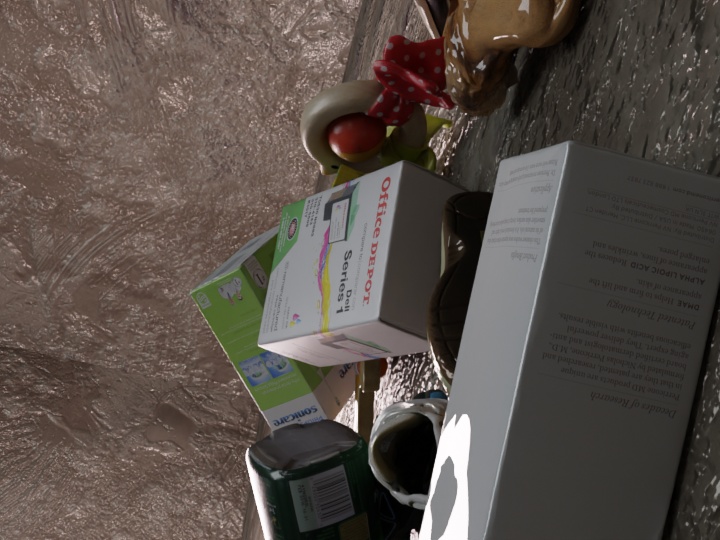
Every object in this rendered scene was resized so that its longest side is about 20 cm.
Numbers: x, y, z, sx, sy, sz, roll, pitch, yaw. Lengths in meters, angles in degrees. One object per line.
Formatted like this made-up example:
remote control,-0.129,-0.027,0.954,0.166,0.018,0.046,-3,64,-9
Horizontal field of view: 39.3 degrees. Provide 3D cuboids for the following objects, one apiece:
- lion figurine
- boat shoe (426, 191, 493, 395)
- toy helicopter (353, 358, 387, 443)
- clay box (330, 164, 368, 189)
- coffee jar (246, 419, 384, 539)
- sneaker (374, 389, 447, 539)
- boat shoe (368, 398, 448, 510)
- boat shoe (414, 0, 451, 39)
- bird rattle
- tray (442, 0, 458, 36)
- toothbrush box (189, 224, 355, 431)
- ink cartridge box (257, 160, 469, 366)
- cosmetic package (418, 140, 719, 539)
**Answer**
lion figurine,0.111,-0.184,0.723,0.200,0.071,0.125,180,95,-79
boat shoe,0.081,0.030,0.661,0.201,0.070,0.077,-76,-12,-54
toy helicopter,0.002,0.106,1.096,0.133,0.077,0.204,-113,23,-67
clay box,0.012,-0.044,1.075,0.200,0.113,0.048,121,170,-66
coffee jar,-0.022,0.222,0.756,0.104,0.084,0.204,-167,64,-67
sneaker,0.018,0.172,0.806,0.074,0.080,0.202,-83,9,-54
boat shoe,0.037,0.116,0.659,0.200,0.068,0.072,3,74,72
boat shoe,0.084,-0.289,1.041,0.074,0.062,0.200,65,-170,20
bird rattle,0.019,-0.141,0.997,0.200,0.160,0.115,65,-162,-69
tray,0.115,-0.247,0.921,0.200,0.036,0.100,-96,19,-71
toothbrush box,-0.083,0.065,1.157,0.085,0.202,0.146,-24,13,32
ink cartridge box,0.000,0.000,0.921,0.199,0.083,0.148,-15,60,53
cosmetic package,0.090,0.052,0.452,0.113,0.079,0.204,-151,72,-83
